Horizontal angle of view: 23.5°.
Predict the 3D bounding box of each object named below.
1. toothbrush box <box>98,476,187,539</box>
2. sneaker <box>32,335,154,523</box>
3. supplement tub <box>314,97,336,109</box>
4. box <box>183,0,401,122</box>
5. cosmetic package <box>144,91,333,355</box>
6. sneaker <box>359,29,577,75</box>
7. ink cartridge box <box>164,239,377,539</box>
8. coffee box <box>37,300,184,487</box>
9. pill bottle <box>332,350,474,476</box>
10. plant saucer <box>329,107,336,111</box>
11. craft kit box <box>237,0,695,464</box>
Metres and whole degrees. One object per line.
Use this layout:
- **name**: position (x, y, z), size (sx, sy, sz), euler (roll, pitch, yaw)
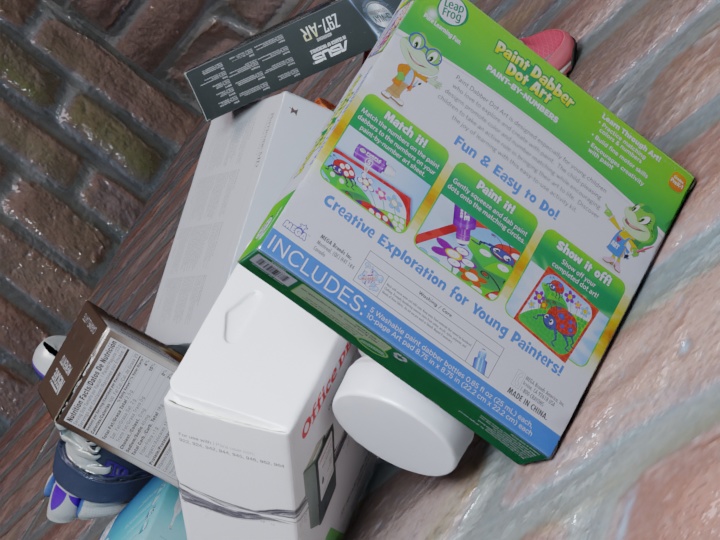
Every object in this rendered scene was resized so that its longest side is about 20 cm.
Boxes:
- **toothbrush box**: position (-0.165, 0.255, 1.334), size (0.146, 0.085, 0.201), euler (-46, 13, 35)
- **sneaker**: position (-0.221, 0.142, 1.396), size (0.147, 0.080, 0.200), euler (-58, -30, 3)
- **supplement tub**: position (-0.064, -0.067, 1.757), size (0.201, 0.122, 0.123), euler (-53, 12, 9)
- **box**: position (-0.019, -0.190, 1.363), size (0.199, 0.044, 0.160), euler (-21, 11, 28)
- **cosmetic package**: position (-0.096, -0.030, 1.345), size (0.151, 0.051, 0.202), euler (-6, 65, 66)
- **sneaker**: position (0.087, -0.167, 1.380), size (0.199, 0.087, 0.074), euler (-23, 25, -20)
- **ink cartridge box**: position (-0.050, 0.102, 1.098), size (0.201, 0.083, 0.146), euler (88, -159, -47)
- **coffee box**: position (-0.129, 0.111, 1.279), size (0.080, 0.199, 0.114), euler (-60, 18, -2)
- **pill bottle**: position (0.063, 0.019, 1.046), size (0.201, 0.112, 0.112), euler (-60, 13, -26)
- **plant saucer**: position (0.025, -0.095, 1.428), size (0.198, 0.048, 0.200), euler (-20, 23, -12)
- **craft kit box**: position (0.064, -0.030, 0.964), size (0.198, 0.199, 0.048), euler (-57, 11, -20)
